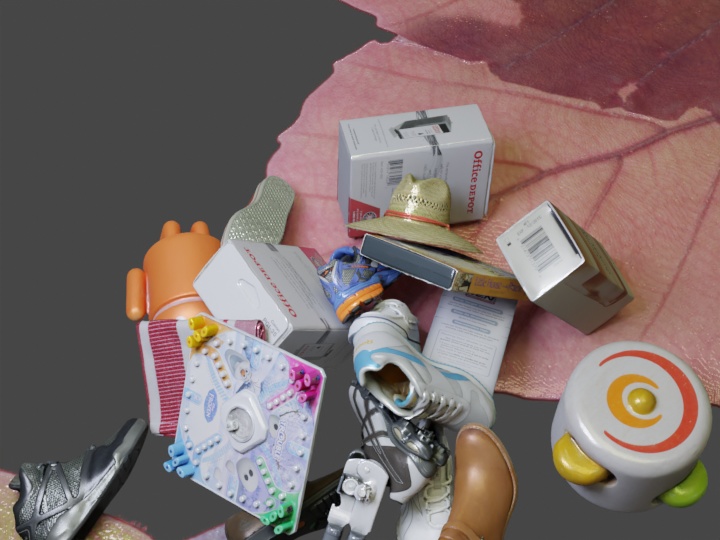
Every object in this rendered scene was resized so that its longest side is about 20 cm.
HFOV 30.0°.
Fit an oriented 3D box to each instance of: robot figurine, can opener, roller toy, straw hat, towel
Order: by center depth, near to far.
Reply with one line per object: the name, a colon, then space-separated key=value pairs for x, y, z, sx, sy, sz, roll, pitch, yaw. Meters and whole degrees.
can opener: x=-0.018 y=0.309 z=1.540 sx=0.052 sy=0.066 sz=0.203 roll=18 pitch=91 yaw=5
towel: x=-0.187 y=0.130 z=1.597 sx=0.198 sy=0.147 sz=0.023 roll=-1 pitch=9 yaw=35
roller toy: x=0.327 y=0.187 z=1.636 sx=0.197 sy=0.141 sz=0.185 roll=3 pitch=56 yaw=-1
robot figurine: x=-0.215 y=0.034 z=1.710 sx=0.116 sy=0.143 sz=0.202 roll=-28 pitch=54 yaw=24
straw hat: x=0.077 y=-0.080 z=1.745 sx=0.198 sy=0.201 sz=0.086 roll=12 pitch=92 yaw=4

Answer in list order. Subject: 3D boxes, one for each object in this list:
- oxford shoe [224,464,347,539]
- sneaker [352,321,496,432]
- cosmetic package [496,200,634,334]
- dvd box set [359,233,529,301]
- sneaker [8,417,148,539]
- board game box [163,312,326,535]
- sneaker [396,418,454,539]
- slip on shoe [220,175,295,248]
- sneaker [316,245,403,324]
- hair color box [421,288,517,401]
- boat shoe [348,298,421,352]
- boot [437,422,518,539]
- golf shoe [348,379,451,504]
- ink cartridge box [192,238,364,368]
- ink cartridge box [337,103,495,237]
oxford shoe: x=-0.074 y=0.271 z=1.595 sx=0.198 sy=0.073 sz=0.084 roll=-25 pitch=50 yaw=-25
sneaker: x=0.072 y=0.143 z=1.556 sx=0.198 sy=0.077 sz=0.081 roll=31 pitch=31 yaw=-17
cosmetic package: x=0.264 y=-0.001 z=1.711 sx=0.087 sy=0.199 sz=0.104 roll=-37 pitch=62 yaw=15
dvd box set: x=0.111 y=-0.002 z=1.683 sx=0.145 sy=0.199 sz=0.030 roll=22 pitch=98 yaw=34
sneaker: x=-0.340 y=0.238 z=1.591 sx=0.113 sy=0.076 sz=0.200 roll=33 pitch=66 yaw=9
board game box: x=-0.138 y=0.175 z=1.537 sx=0.198 sy=0.203 sz=0.026 roll=22 pitch=18 yaw=33
sneaker: x=0.081 y=0.267 z=1.597 sx=0.073 sy=0.087 sz=0.202 roll=-1 pitch=58 yaw=-14
slip on shoe: x=-0.139 y=-0.055 z=1.772 sx=0.074 sy=0.061 sz=0.201 roll=35 pitch=32 yaw=-8
sneaker: x=0.000 y=0.000 z=1.685 sx=0.075 sy=0.200 sz=0.079 roll=-37 pitch=91 yaw=16
hair color box: x=0.131 y=0.101 z=1.690 sx=0.098 sy=0.061 sz=0.201 roll=16 pitch=39 yaw=6
boat shoe: x=0.031 y=0.067 z=1.658 sx=0.072 sy=0.200 sz=0.066 roll=1 pitch=79 yaw=11
boot: x=0.113 y=0.286 z=1.513 sx=0.076 sy=0.203 sz=0.155 roll=4 pitch=11 yaw=31
golf shoe: x=0.023 y=0.201 z=1.596 sx=0.095 sy=0.077 sz=0.200 roll=-58 pitch=31 yaw=6
ink cartridge box: x=-0.094 y=0.044 z=1.661 sx=0.083 sy=0.199 sz=0.147 roll=-46 pitch=67 yaw=20
ink cartridge box: x=0.072 y=-0.135 z=1.820 sx=0.197 sy=0.148 sz=0.084 roll=-8 pitch=46 yaw=-11
